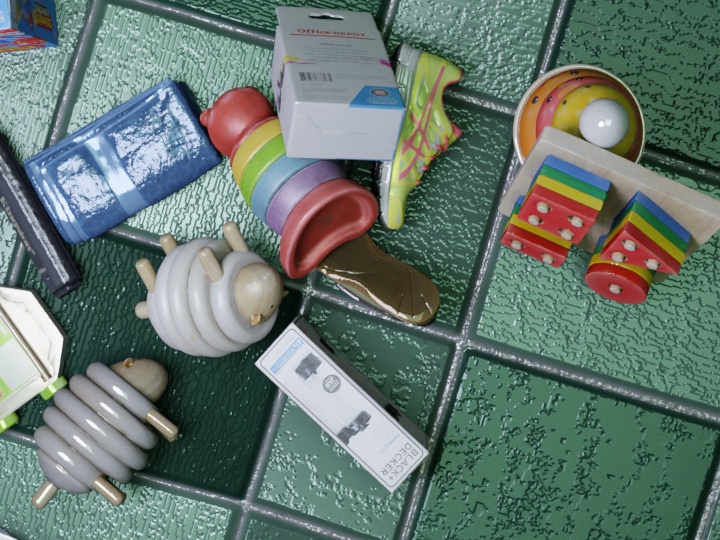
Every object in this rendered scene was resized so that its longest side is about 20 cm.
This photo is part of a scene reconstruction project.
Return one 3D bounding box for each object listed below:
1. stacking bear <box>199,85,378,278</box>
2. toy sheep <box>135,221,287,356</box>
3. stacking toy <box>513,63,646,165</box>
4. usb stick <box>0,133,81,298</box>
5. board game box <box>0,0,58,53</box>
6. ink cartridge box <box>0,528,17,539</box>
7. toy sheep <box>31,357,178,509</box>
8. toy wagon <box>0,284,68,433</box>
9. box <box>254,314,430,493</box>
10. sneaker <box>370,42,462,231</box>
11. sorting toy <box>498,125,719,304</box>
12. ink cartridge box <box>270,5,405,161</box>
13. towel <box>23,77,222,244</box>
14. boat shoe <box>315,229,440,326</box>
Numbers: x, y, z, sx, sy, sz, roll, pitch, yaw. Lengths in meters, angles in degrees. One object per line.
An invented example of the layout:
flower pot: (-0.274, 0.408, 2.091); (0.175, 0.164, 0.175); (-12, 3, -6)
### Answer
stacking bear: (-0.089, -0.113, 1.538); (0.121, 0.114, 0.200); (-35, 65, -12)
toy sheep: (-0.163, 0.026, 1.541); (0.199, 0.137, 0.139); (-6, 94, 39)
stacking toy: (0.240, -0.148, 1.490); (0.145, 0.200, 0.148); (0, 91, -3)
usb stick: (-0.367, -0.063, 1.592); (0.033, 0.055, 0.201); (-31, 93, -40)
board game box: (-0.434, -0.257, 1.510); (0.198, 0.196, 0.056); (-6, 93, 3)
ink cartridge box: (-0.435, 0.359, 1.623); (0.198, 0.057, 0.164); (20, 93, -8)
toy sheep: (-0.280, 0.176, 1.563); (0.138, 0.138, 0.200); (40, 76, -1)
toy wagon: (-0.424, 0.104, 1.608); (0.199, 0.040, 0.156); (-36, 91, 4)
box: (-0.016, 0.140, 1.559); (0.200, 0.117, 0.060); (43, 93, -2)
sneaker: (0.063, -0.138, 1.563); (0.089, 0.078, 0.202); (10, 97, -8)
sorting toy: (0.245, -0.042, 1.492); (0.197, 0.200, 0.070); (24, 70, 1)
ink cartridge box: (-0.029, -0.198, 1.522); (0.114, 0.201, 0.068); (2, 128, -12)
towel: (-0.257, -0.118, 1.586); (0.199, 0.049, 0.112); (-29, 93, 3)
boat shoe: (0.000, 0.000, 1.574); (0.200, 0.065, 0.073); (39, 75, 18)
